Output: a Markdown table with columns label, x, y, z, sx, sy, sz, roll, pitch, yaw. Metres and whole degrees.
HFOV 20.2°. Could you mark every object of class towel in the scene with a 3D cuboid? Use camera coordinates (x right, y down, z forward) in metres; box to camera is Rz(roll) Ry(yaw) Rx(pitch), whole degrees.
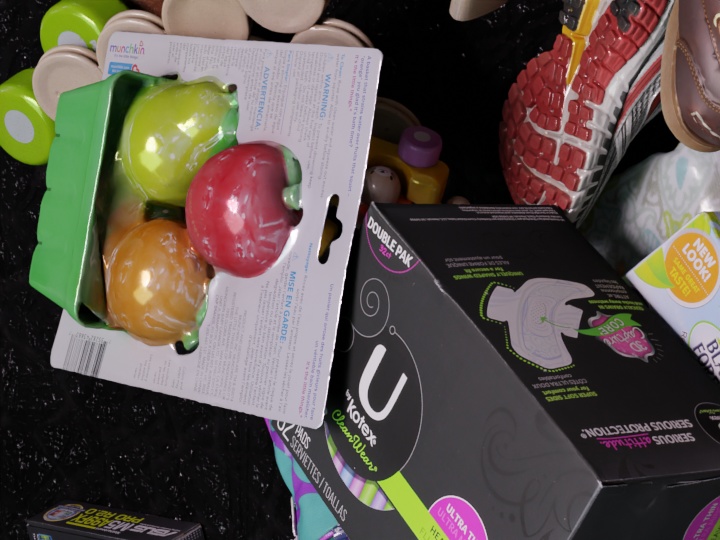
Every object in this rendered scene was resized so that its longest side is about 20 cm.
| label | x | y | z | sx | sy | sz | roll | pitch | yaw |
| --- | --- | --- | --- | --- | --- | --- | --- | --- | --- |
| towel | 0.145 | 0.036 | 1.088 | 0.200 | 0.048 | 0.171 | -26 | 75 | 48 |

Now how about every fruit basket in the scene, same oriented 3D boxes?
| label | x | y | z | sx | sy | sz | roll | pitch | yaw |
| --- | --- | --- | --- | --- | --- | --- | --- | --- | --- |
| fruit basket | -0.074 | -0.026 | 1.025 | 0.200 | 0.094 | 0.186 | 8 | 90 | 36 |

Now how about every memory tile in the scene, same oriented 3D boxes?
| label | x | y | z | sx | sy | sz | roll | pitch | yaw |
| --- | --- | --- | --- | --- | --- | --- | --- | --- | --- |
| memory tile | -0.074 | -0.088 | 1.104 | 0.200 | 0.017 | 0.153 | -21 | 115 | 32 |

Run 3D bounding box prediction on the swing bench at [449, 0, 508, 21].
| label | x | y | z | sx | sy | sz | roll | pitch | yaw |
| --- | --- | --- | --- | --- | --- | --- | --- | --- | --- |
| swing bench | 0.028 | -0.267 | 1.029 | 0.200 | 0.130 | 0.199 | 29 | 127 | 20 |

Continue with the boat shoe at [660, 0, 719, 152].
| label | x | y | z | sx | sy | sz | roll | pitch | yaw |
| --- | --- | --- | --- | --- | --- | --- | --- | --- | --- |
| boat shoe | 0.180 | -0.156 | 0.934 | 0.070 | 0.070 | 0.200 | 160 | 110 | -68 |

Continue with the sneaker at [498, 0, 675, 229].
| label | x | y | z | sx | sy | sz | roll | pitch | yaw |
| --- | --- | --- | --- | --- | --- | --- | --- | --- | --- |
| sneaker | 0.136 | -0.094 | 1.032 | 0.078 | 0.082 | 0.200 | 61 | 138 | 39 |

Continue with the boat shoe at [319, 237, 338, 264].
| label | x | y | z | sx | sy | sz | roll | pitch | yaw |
| --- | --- | --- | --- | --- | --- | --- | --- | --- | --- |
| boat shoe | 0.002 | 0.027 | 1.193 | 0.202 | 0.072 | 0.060 | 36 | 168 | 20 |

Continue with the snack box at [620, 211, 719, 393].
| label | x | y | z | sx | sy | sz | roll | pitch | yaw |
| --- | --- | --- | --- | --- | --- | --- | --- | --- | --- |
| snack box | 0.150 | 0.081 | 1.007 | 0.200 | 0.053 | 0.142 | -44 | 59 | 43 |

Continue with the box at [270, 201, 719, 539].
| label | x | y | z | sx | sy | sz | roll | pitch | yaw |
| --- | --- | --- | --- | --- | --- | --- | --- | --- | --- |
| box | 0.074 | 0.083 | 0.963 | 0.200 | 0.124 | 0.149 | 52 | 130 | 39 |

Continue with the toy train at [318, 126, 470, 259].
| label | x | y | z | sx | sy | sz | roll | pitch | yaw |
| --- | --- | --- | --- | --- | --- | --- | --- | --- | --- |
| toy train | 0.000 | 0.000 | 1.094 | 0.200 | 0.056 | 0.150 | -3 | 123 | 22 |

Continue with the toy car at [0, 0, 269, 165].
| label | x | y | z | sx | sy | sz | roll | pitch | yaw |
| --- | --- | --- | --- | --- | --- | --- | --- | --- | --- |
| toy car | -0.088 | -0.092 | 1.213 | 0.200 | 0.164 | 0.158 | 46 | 136 | 0 |

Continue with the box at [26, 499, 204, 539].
| label | x | y | z | sx | sy | sz | roll | pitch | yaw |
| --- | --- | --- | --- | --- | --- | --- | --- | --- | --- |
| box | -0.168 | 0.281 | 1.539 | 0.160 | 0.044 | 0.200 | 4 | 112 | 43 |

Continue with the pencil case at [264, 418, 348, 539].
| label | x | y | z | sx | sy | sz | roll | pitch | yaw |
| --- | --- | --- | --- | --- | --- | --- | --- | --- | --- |
| pencil case | -0.029 | 0.087 | 1.246 | 0.085 | 0.092 | 0.200 | 71 | 175 | -63 |
